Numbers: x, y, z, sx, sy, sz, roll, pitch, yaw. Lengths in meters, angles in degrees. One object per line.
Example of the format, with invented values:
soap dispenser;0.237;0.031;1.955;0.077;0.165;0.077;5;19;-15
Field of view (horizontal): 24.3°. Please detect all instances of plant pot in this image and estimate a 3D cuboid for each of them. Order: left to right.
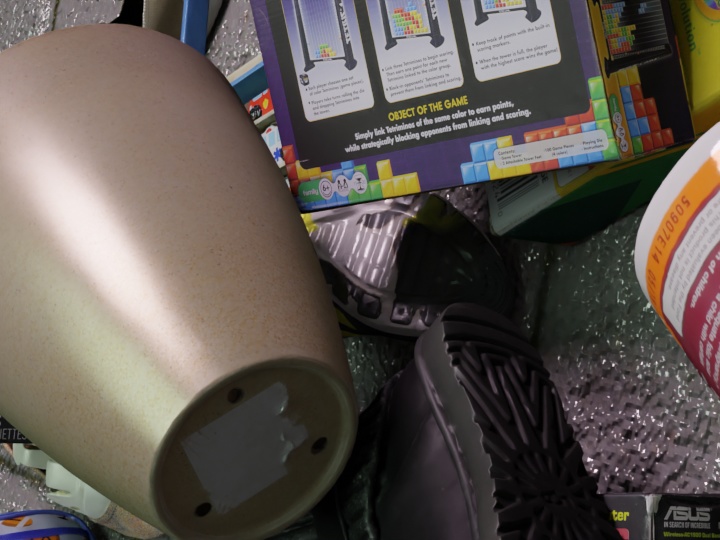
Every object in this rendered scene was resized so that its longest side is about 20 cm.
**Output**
plant pot;-0.088;0.022;0.725;0.200;0.186;0.189;48;122;46

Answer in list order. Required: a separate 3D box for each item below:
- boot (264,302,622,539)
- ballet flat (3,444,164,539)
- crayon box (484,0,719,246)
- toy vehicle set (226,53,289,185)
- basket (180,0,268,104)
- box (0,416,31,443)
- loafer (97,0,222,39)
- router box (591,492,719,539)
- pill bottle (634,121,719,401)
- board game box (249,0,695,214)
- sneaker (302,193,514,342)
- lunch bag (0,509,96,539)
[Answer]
boot;0.029;0.135;0.682;0.158;0.079;0.212;-47;36;30
ballet flat;-0.186;0.131;1.111;0.199;0.067;0.069;15;96;55
crayon box;0.127;-0.107;0.725;0.200;0.050;0.128;-32;59;48
toy vehicle set;-0.044;-0.067;0.980;0.199;0.026;0.126;-24;65;51
basket;-0.031;-0.194;0.875;0.175;0.139;0.202;-24;59;33
box;-0.185;-0.008;1.029;0.124;0.147;0.202;-142;58;-64
loafer;-0.154;-0.135;1.111;0.075;0.069;0.201;46;121;48
router box;0.078;0.174;0.732;0.199;0.062;0.152;-11;76;54
pill bottle;0.186;0.039;0.560;0.115;0.113;0.201;-59;41;30
board game box;0.036;-0.119;0.718;0.199;0.056;0.167;-6;96;48
sneaker;0.000;0.000;0.875;0.199;0.085;0.075;15;71;35
lunch bag;-0.253;0.223;1.074;0.160;0.198;0.076;50;132;45
